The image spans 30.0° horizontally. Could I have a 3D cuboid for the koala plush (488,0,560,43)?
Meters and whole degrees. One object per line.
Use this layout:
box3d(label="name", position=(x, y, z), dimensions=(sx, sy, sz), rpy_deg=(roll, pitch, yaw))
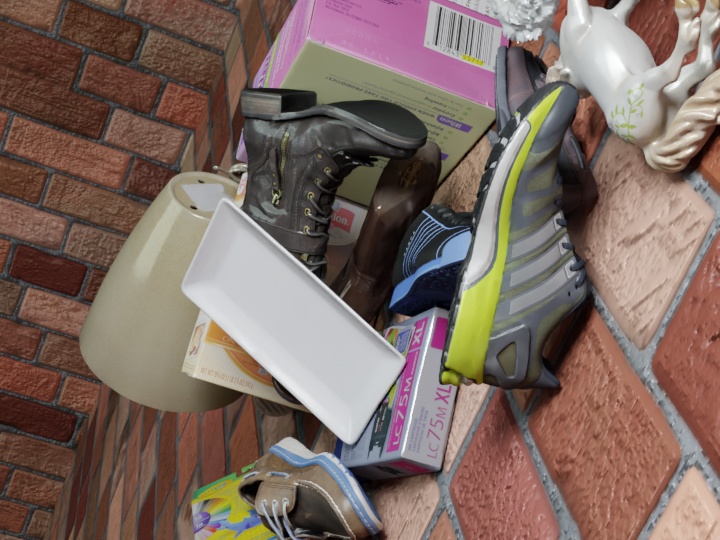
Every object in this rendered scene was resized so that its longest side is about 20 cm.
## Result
box3d(label="koala plush", position=(0.144, -0.251, 0.876), dimensions=(0.178, 0.183, 0.200), rpy_deg=(-54, -11, -28))

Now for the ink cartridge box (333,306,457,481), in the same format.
box3d(label="ink cartridge box", position=(0.025, 0.105, 1.085), dimensions=(0.200, 0.042, 0.120), rpy_deg=(145, 141, -69))

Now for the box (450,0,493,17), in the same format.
box3d(label="box", position=(0.042, -0.267, 1.279), dimensions=(0.199, 0.130, 0.201), rpy_deg=(133, 152, -59))

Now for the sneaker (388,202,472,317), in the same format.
box3d(label="sneaker", position=(0.070, -0.017, 1.006), dimensions=(0.200, 0.070, 0.078), rpy_deg=(149, 132, -68))

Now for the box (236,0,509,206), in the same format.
box3d(label="box", position=(0.008, -0.155, 1.181), dimensions=(0.200, 0.175, 0.097), rpy_deg=(130, 154, -56))

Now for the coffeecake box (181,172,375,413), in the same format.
box3d(label="coffeecake box", position=(-0.064, 0.024, 1.273), dimensions=(0.073, 0.153, 0.201), rpy_deg=(179, 108, -73))

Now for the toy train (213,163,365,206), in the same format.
box3d(label="toy train", position=(-0.054, -0.116, 1.358), dimensions=(0.084, 0.200, 0.116), rpy_deg=(25, 88, 40))

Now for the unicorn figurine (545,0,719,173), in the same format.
box3d(label="unicorn figurine", position=(0.157, -0.133, 0.809), dimensions=(0.201, 0.073, 0.138), rpy_deg=(-98, 19, -48))

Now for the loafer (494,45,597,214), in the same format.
box3d(label="loafer", position=(0.127, -0.096, 0.945), dimensions=(0.201, 0.062, 0.072), rpy_deg=(-85, -11, -54))

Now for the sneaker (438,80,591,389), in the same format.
box3d(label="sneaker", position=(0.107, -0.017, 0.833), dimensions=(0.074, 0.080, 0.201), rpy_deg=(-78, 2, -75))

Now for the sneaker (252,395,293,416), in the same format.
box3d(label="sneaker", position=(-0.073, 0.055, 1.424), dimensions=(0.082, 0.073, 0.201), rpy_deg=(-104, 35, -55))

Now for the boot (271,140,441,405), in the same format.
box3d(label="boot", position=(0.000, 0.000, 1.129), dimensions=(0.187, 0.064, 0.200), rpy_deg=(-57, -4, -37))

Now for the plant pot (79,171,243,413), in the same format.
box3d(label="plant pot", position=(-0.176, 0.008, 1.372), dimensions=(0.188, 0.186, 0.201), rpy_deg=(-95, 22, -56))

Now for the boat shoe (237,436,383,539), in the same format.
box3d(label="boat shoe", position=(-0.046, 0.194, 1.104), dimensions=(0.072, 0.073, 0.200), rpy_deg=(-34, 12, -17))

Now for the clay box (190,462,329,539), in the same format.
box3d(label="clay box", position=(-0.090, 0.234, 1.205), dimensions=(0.200, 0.114, 0.048), rpy_deg=(-117, 3, -71))

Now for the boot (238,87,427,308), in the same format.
box3d(label="boot", position=(-0.032, -0.051, 1.080), dimensions=(0.199, 0.069, 0.175), rpy_deg=(16, 108, 40))

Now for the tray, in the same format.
box3d(label="tray", position=(-0.053, 0.038, 1.077), dimensions=(0.022, 0.200, 0.108), rpy_deg=(-30, -24, -51))
